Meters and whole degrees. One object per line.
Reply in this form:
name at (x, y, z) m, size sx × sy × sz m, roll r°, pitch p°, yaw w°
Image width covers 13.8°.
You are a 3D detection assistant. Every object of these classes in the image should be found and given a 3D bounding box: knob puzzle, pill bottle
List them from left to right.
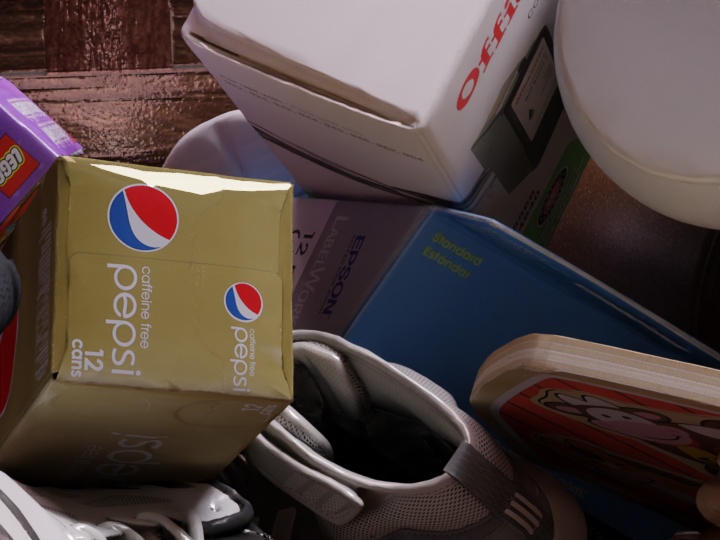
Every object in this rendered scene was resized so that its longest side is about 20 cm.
pill bottle at (0.122, -0.068, 0.907) m, size 0.113 × 0.113 × 0.200 m, roll -1°, pitch 2°, yaw 18°
knob puzzle at (0.114, 0.065, 0.836) m, size 0.220 × 0.030 × 0.220 m, roll 16°, pitch -12°, yaw 4°

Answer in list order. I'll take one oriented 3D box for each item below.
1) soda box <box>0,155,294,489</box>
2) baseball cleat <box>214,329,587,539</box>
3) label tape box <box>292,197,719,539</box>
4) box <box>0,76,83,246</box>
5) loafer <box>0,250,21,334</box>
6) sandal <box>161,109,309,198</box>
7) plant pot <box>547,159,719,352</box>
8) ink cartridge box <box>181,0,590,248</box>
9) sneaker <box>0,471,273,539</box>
soda box at (-0.077, 0.032, 0.864) m, size 0.068 × 0.064 × 0.200 m, roll 6°, pitch -19°, yaw -17°
baseball cleat at (-0.019, 0.053, 0.904) m, size 0.200 × 0.070 × 0.106 m, roll 2°, pitch -38°, yaw 47°
label tape box at (0.039, 0.035, 0.984) m, size 0.143 × 0.066 × 0.200 m, roll 30°, pitch -8°, yaw -24°
box at (-0.165, 0.026, 0.895) m, size 0.039 × 0.200 × 0.137 m, roll 42°, pitch 1°, yaw -5°
loafer at (-0.172, 0.042, 0.769) m, size 0.201 × 0.070 × 0.068 m, roll -40°, pitch 6°, yaw 23°
sandal at (-0.007, 0.003, 1.120) m, size 0.079 × 0.059 × 0.207 m, roll -17°, pitch -47°, yaw 24°
plant pot at (0.140, -0.003, 1.129) m, size 0.200 × 0.200 × 0.198 m, roll -4°, pitch 13°, yaw -24°
ink cartridge box at (0.032, -0.091, 0.947) m, size 0.084 × 0.146 × 0.200 m, roll 24°, pitch -8°, yaw 16°
sneaker at (-0.067, 0.076, 0.775) m, size 0.115 × 0.076 × 0.200 m, roll -5°, pitch 2°, yaw -20°
